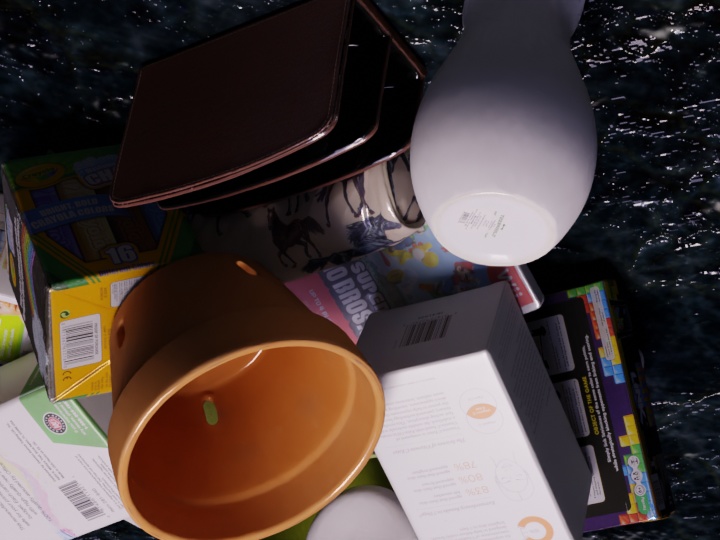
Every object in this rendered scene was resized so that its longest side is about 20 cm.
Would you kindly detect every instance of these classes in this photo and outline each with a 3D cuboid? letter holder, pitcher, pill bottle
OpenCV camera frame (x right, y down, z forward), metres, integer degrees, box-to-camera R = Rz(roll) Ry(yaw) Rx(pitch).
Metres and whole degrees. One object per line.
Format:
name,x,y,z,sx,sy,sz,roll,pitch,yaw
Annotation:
letter holder,-0.067,-0.094,1.210,0.199,0.143,0.101,-16,137,31
pitcher,0.094,-0.093,1.128,0.120,0.201,0.172,11,146,-3
pill bottle,0.043,0.256,1.428,0.109,0.110,0.200,-12,154,27

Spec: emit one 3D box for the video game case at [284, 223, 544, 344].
video game case,0.027,0.000,1.329,0.199,0.017,0.144,-23,105,28

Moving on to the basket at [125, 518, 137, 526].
basket,-0.213,0.134,1.565,0.123,0.136,0.200,-25,132,36

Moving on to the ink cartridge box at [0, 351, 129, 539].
ink cartridge box,-0.274,0.154,1.436,0.199,0.084,0.145,-23,116,28

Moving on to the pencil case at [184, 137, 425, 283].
pencil case,-0.039,-0.043,1.279,0.199,0.090,0.078,-19,152,28

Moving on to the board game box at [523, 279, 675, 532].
board game box,0.160,0.123,1.414,0.164,0.202,0.057,-15,174,27

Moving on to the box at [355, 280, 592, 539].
box,0.087,0.126,1.313,0.124,0.098,0.201,-13,117,24

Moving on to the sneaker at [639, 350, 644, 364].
sneaker,0.173,0.144,1.510,0.075,0.116,0.200,28,140,-25

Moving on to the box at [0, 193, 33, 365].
box,-0.356,-0.005,1.431,0.199,0.102,0.113,15,144,-8

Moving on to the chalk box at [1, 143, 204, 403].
chalk box,-0.209,-0.016,1.321,0.123,0.200,0.125,-10,134,-19

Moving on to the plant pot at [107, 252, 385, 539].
plant pot,-0.098,0.082,1.223,0.199,0.140,0.201,-15,134,-16

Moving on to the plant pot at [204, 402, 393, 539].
plant pot,-0.067,0.146,1.479,0.186,0.201,0.188,-21,145,-16
